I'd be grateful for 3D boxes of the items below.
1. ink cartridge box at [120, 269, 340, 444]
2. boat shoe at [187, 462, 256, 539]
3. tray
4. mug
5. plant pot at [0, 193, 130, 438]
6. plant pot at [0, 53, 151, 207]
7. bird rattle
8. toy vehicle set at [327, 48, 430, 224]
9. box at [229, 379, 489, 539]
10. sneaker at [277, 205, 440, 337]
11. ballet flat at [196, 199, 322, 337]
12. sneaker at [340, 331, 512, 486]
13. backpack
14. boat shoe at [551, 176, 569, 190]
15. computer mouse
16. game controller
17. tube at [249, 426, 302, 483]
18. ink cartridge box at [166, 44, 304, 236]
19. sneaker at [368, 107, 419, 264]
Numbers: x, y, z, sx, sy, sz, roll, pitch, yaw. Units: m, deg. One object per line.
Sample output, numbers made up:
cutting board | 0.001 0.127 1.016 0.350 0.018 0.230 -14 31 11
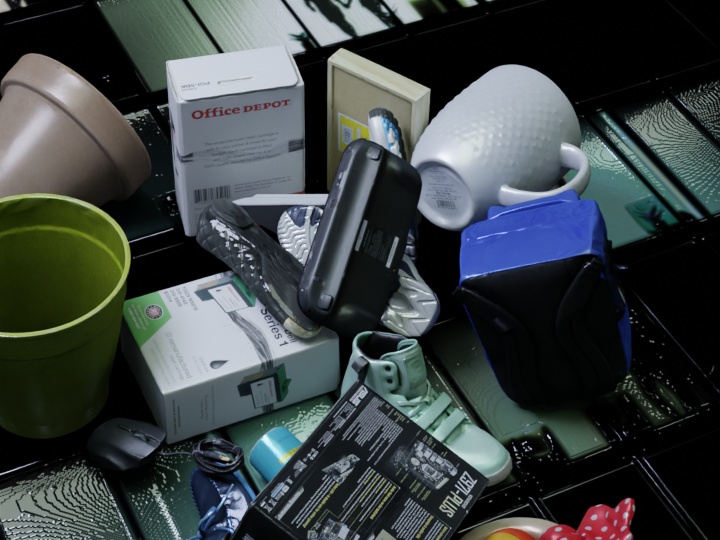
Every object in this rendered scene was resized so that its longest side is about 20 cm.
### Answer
ink cartridge box | -0.137 0.079 1.692 0.199 0.085 0.146 -18 48 -20
boat shoe | -0.121 0.258 1.507 0.068 0.085 0.200 -10 42 -29
tray | -0.043 -0.061 1.778 0.199 0.107 0.022 2 71 41
mug | 0.158 -0.117 1.770 0.199 0.148 0.175 20 42 32
plant pot | -0.326 0.062 1.625 0.199 0.194 0.201 1 43 -1
plant pot | -0.369 -0.119 1.834 0.200 0.201 0.175 30 67 26
bird rattle | 0.163 0.270 1.501 0.162 0.113 0.200 12 39 34
toy vehicle set | 0.018 -0.148 1.851 0.124 0.201 0.027 29 51 24
box | -0.001 0.227 1.491 0.163 0.086 0.200 36 44 6
sneaker | 0.000 0.000 1.757 0.198 0.130 0.080 28 92 4
ballet flat | -0.103 0.003 1.689 0.066 0.057 0.200 -12 49 -41
sneaker | 0.065 0.136 1.616 0.200 0.119 0.074 26 47 22
backpack | 0.205 0.030 1.670 0.161 0.201 0.168 -9 35 21
boat shoe | 0.213 -0.105 1.911 0.074 0.065 0.203 -11 45 -14
computer mouse | -0.194 0.171 1.579 0.199 0.034 0.059 1 29 34
game controller | 0.002 -0.032 1.658 0.042 0.104 0.201 2 68 47
tube | -0.027 0.235 1.567 0.077 0.051 0.200 -31 59 -31
ink cartridge box | -0.142 -0.149 1.845 0.146 0.201 0.083 -9 44 -12
sneaker | 0.014 -0.087 1.796 0.086 0.201 0.075 -4 34 7
